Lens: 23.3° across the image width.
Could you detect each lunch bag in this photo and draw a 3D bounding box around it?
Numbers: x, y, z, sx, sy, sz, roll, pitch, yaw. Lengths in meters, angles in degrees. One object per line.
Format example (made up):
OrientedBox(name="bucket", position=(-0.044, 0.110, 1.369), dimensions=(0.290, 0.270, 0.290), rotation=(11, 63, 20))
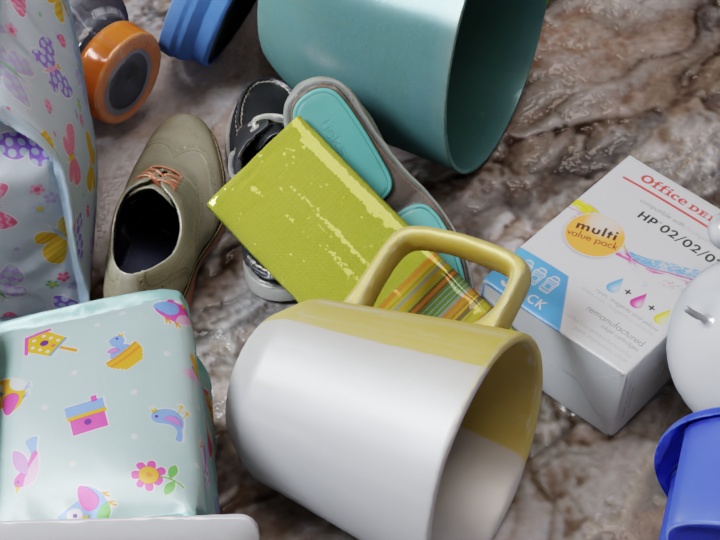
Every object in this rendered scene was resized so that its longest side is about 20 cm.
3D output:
OrientedBox(name="lunch bag", position=(-0.234, -0.087, 1.114), dimensions=(0.127, 0.200, 0.170), rotation=(-3, 49, -6))
OrientedBox(name="lunch bag", position=(-0.184, 0.114, 0.990), dimensions=(0.200, 0.122, 0.170), rotation=(-7, 49, 0))

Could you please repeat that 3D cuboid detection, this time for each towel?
OrientedBox(name="towel", position=(0.000, 0.000, 1.106), dimensions=(0.086, 0.018, 0.200), rotation=(-44, 81, -6))

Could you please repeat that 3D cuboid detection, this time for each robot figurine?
OrientedBox(name="robot figurine", position=(0.263, 0.040, 1.060), dimensions=(0.200, 0.113, 0.170), rotation=(-12, 74, -43))

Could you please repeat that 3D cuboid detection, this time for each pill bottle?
OrientedBox(name="pill bottle", position=(-0.241, -0.178, 1.260), dimensions=(0.200, 0.106, 0.106), rotation=(30, 53, 21))

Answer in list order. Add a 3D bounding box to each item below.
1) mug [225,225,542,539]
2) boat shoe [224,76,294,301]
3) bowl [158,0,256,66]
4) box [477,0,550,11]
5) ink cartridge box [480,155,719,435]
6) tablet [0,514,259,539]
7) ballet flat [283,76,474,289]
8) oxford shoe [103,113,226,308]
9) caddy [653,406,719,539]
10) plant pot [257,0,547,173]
OrientedBox(name="mug", position=(0.016, 0.078, 1.030), dimensions=(0.153, 0.150, 0.187), rotation=(17, 36, 24))
OrientedBox(name="boat shoe", position=(-0.058, -0.071, 1.202), dimensions=(0.074, 0.060, 0.200), rotation=(1, 48, -2))
OrientedBox(name="bowl", position=(-0.081, -0.237, 1.265), dimensions=(0.039, 0.201, 0.201), rotation=(29, 50, -2))
OrientedBox(name="box", position=(0.116, -0.264, 1.395), dimensions=(0.122, 0.048, 0.200), rotation=(29, 53, 23))
OrientedBox(name="ink cartridge box", position=(0.182, 0.002, 1.143), dimensions=(0.115, 0.068, 0.200), rotation=(35, 55, 25))
OrientedBox(name="tablet", position=(-0.152, 0.185, 0.922), dimensions=(0.200, 0.130, 0.014), rotation=(-1, 29, -4))
OrientedBox(name="ballet flat", position=(0.017, -0.039, 1.154), dimensions=(0.067, 0.064, 0.200), rotation=(-30, 90, 4))
OrientedBox(name="oxford shoe", position=(-0.127, -0.043, 1.164), dimensions=(0.071, 0.074, 0.200), rotation=(4, 48, 1))
OrientedBox(name="caddy", position=(0.254, 0.147, 0.969), dimensions=(0.200, 0.141, 0.105), rotation=(19, 55, 13))
OrientedBox(name="plant pot", position=(0.025, -0.185, 1.223), dimensions=(0.161, 0.201, 0.201), rotation=(17, 49, 18))
